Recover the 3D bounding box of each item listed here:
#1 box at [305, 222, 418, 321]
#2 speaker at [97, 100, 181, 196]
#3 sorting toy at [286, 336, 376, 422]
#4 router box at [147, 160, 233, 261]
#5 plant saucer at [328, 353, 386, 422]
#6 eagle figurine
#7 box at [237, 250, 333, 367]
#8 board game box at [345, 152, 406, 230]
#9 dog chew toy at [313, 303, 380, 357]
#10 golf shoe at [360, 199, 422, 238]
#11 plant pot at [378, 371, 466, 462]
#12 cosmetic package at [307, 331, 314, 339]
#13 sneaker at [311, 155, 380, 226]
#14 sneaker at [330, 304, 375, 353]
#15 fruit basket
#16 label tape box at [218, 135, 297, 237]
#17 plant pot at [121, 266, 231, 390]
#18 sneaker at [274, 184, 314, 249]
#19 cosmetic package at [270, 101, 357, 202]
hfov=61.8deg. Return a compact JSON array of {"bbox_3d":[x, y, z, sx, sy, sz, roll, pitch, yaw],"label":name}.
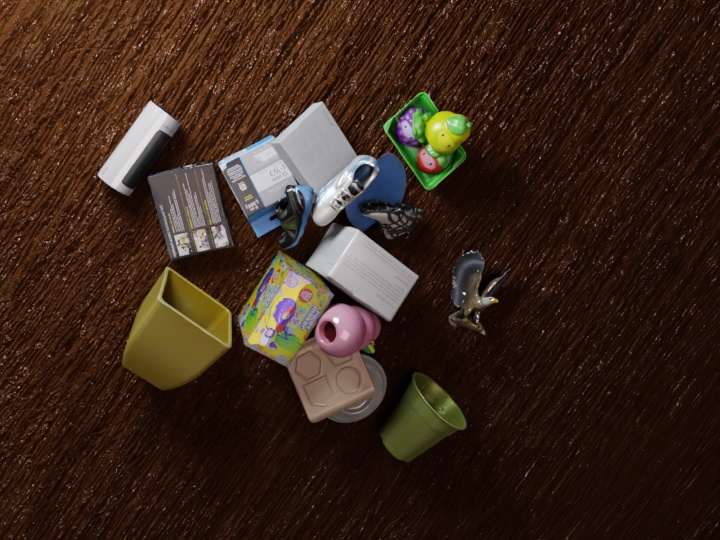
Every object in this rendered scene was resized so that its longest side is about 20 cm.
[{"bbox_3d":[0.000,0.000,1.455,0.198,0.200,0.131,37,85,-23],"label":"box"},{"bbox_3d":[-0.477,-0.265,1.302,0.081,0.081,0.201,36,92,-23],"label":"speaker"},{"bbox_3d":[-0.079,0.257,1.515,0.184,0.036,0.202,-24,92,-1],"label":"sorting toy"},{"bbox_3d":[-0.387,-0.137,1.380,0.148,0.051,0.202,-14,109,-11],"label":"router box"},{"bbox_3d":[-0.021,0.317,1.570,0.198,0.050,0.202,-5,108,-15],"label":"plant saucer"},{"bbox_3d":[0.320,0.069,1.636,0.152,0.149,0.202,53,48,-61],"label":"eagle figurine"},{"bbox_3d":[-0.182,0.087,1.432,0.121,0.193,0.201,31,94,-22],"label":"box"},{"bbox_3d":[0.028,-0.200,1.484,0.199,0.039,0.159,-37,135,-23],"label":"board game box"},{"bbox_3d":[-0.020,0.139,1.437,0.199,0.124,0.126,0,110,-56],"label":"dog chew toy"},{"bbox_3d":[0.072,-0.120,1.487,0.199,0.078,0.095,3,114,-42],"label":"golf shoe"},{"bbox_3d":[0.155,0.419,1.648,0.199,0.200,0.190,36,104,-23],"label":"plant pot"},{"bbox_3d":[-0.082,0.253,1.586,0.083,0.051,0.200,-47,113,0],"label":"cosmetic package"},{"bbox_3d":[-0.036,-0.181,1.365,0.200,0.073,0.072,-48,119,3],"label":"sneaker"},{"bbox_3d":[-0.043,0.160,1.572,0.199,0.074,0.083,36,117,-25],"label":"sneaker"},{"bbox_3d":[0.168,-0.310,1.424,0.155,0.216,0.216,-41,113,-3],"label":"fruit basket"},{"bbox_3d":[-0.223,-0.192,1.409,0.142,0.066,0.201,-29,110,-8],"label":"label tape box"},{"bbox_3d":[-0.434,0.153,1.380,0.194,0.196,0.200,39,98,-23],"label":"plant pot"},{"bbox_3d":[-0.163,-0.130,1.410,0.082,0.071,0.200,16,140,-7],"label":"sneaker"},{"bbox_3d":[-0.093,-0.263,1.403,0.151,0.051,0.201,-47,120,-20],"label":"cosmetic package"}]
